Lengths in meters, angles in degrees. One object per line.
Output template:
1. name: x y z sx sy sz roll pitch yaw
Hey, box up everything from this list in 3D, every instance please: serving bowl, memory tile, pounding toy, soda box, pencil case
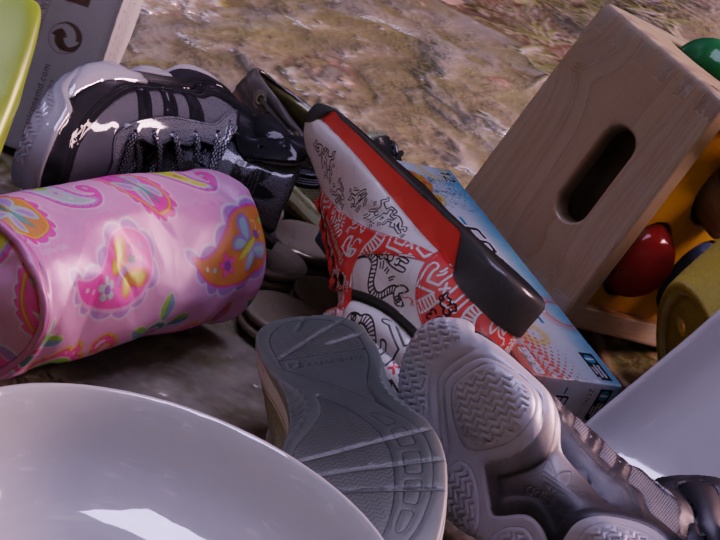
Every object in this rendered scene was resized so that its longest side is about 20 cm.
1. serving bowl: -0.086 0.124 0.950 0.200 0.066 0.200 20 21 -8
2. memory tile: -0.075 -0.015 1.352 0.200 0.017 0.153 32 24 21
3. pounding toy: 0.182 -0.057 1.394 0.142 0.200 0.184 45 16 29
4. soda box: 0.054 0.021 1.298 0.068 0.064 0.200 9 32 -37
5. pencil case: -0.129 0.000 1.180 0.087 0.087 0.200 32 24 23

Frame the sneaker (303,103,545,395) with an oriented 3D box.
1. sneaker: 0.000 0.000 1.249 0.067 0.108 0.201 36 7 -47

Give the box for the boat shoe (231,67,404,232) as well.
1. boat shoe: -0.004 -0.054 1.439 0.201 0.066 0.072 32 18 21

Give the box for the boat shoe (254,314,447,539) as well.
1. boat shoe: -0.008 0.092 1.105 0.074 0.065 0.202 -7 30 -13

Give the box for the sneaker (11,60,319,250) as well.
1. sneaker: -0.095 -0.060 1.310 0.114 0.076 0.200 28 20 20

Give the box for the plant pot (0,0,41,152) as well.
1. plant pot: -0.247 -0.006 0.899 0.200 0.199 0.182 17 49 -15

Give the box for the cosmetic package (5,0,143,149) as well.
1. cosmetic package: -0.207 -0.191 1.430 0.166 0.167 0.200 19 22 -5

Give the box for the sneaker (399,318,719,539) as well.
1. sneaker: 0.104 0.103 1.139 0.114 0.075 0.200 1 43 -50

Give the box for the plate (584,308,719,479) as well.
1. plate: 0.240 0.094 1.202 0.200 0.200 0.032 45 -11 26

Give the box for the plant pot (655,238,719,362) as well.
1. plant pot: 0.247 0.044 1.332 0.142 0.200 0.200 -10 31 -14
